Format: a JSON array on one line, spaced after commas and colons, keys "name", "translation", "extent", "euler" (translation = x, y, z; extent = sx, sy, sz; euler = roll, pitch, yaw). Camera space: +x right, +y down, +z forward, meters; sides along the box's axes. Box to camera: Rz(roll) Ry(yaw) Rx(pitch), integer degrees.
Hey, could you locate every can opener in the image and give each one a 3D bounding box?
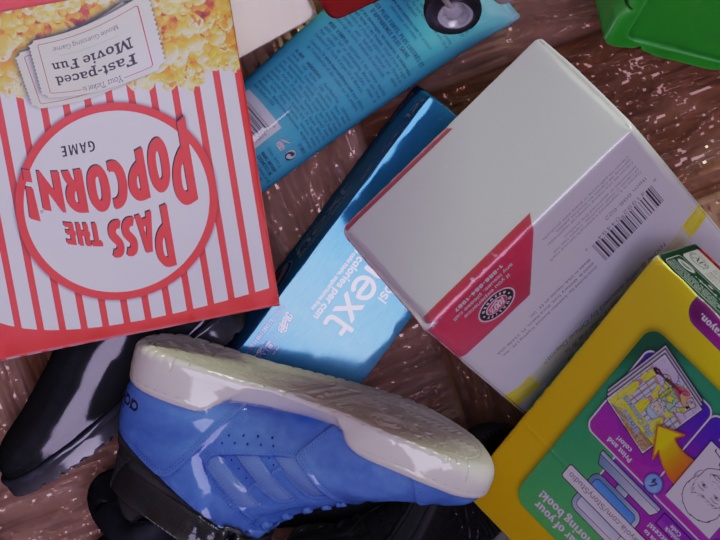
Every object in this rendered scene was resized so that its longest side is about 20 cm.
[{"name": "can opener", "translation": [-0.055, 0.124, 1.442], "extent": [0.199, 0.079, 0.064], "euler": [-12, 62, -8]}]

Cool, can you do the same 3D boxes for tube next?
[{"name": "tube", "translation": [-0.012, -0.109, 1.408], "extent": [0.200, 0.050, 0.078], "euler": [-38, 103, -5]}]

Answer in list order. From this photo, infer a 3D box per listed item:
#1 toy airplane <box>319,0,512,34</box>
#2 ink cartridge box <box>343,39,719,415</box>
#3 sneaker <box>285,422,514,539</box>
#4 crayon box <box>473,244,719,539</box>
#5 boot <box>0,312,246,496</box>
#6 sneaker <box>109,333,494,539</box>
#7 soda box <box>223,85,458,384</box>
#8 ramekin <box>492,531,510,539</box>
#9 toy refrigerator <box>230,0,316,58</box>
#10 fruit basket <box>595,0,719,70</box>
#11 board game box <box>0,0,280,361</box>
[{"name": "toy airplane", "translation": [0.046, -0.225, 1.303], "extent": [0.141, 0.200, 0.200], "euler": [22, 83, -31]}, {"name": "ink cartridge box", "translation": [0.102, -0.008, 1.362], "extent": [0.145, 0.083, 0.200], "euler": [-45, 146, 3]}, {"name": "sneaker", "translation": [0.001, 0.152, 1.391], "extent": [0.200, 0.104, 0.060], "euler": [-53, 130, -34]}, {"name": "crayon box", "translation": [0.179, 0.118, 1.315], "extent": [0.200, 0.058, 0.173], "euler": [46, 117, 17]}, {"name": "boot", "translation": [-0.183, -0.003, 1.394], "extent": [0.165, 0.066, 0.200], "euler": [-40, 104, -6]}, {"name": "sneaker", "translation": [-0.035, 0.114, 1.354], "extent": [0.199, 0.077, 0.112], "euler": [16, 104, 6]}, {"name": "soda box", "translation": [0.000, 0.000, 1.417], "extent": [0.068, 0.064, 0.200], "euler": [36, 94, -11]}, {"name": "ramekin", "translation": [0.087, 0.237, 1.438], "extent": [0.200, 0.098, 0.201], "euler": [-3, 103, -13]}, {"name": "toy refrigerator", "translation": [-0.105, -0.208, 1.369], "extent": [0.076, 0.070, 0.200], "euler": [-29, 103, -5]}, {"name": "fruit basket", "translation": [0.191, -0.233, 1.358], "extent": [0.155, 0.216, 0.216], "euler": [13, 98, -8]}, {"name": "board game box", "translation": [-0.132, -0.067, 1.331], "extent": [0.151, 0.046, 0.201], "euler": [-12, 107, -7]}]
